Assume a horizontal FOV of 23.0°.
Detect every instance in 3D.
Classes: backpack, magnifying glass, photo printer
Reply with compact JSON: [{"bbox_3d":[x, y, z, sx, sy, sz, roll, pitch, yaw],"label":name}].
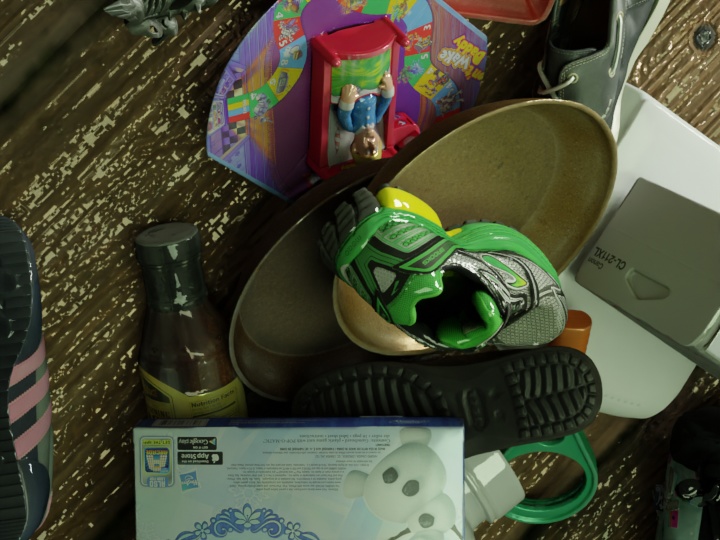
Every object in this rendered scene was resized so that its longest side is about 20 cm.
[{"bbox_3d":[0.286,0.201,1.283,0.166,0.127,0.201,4,109,-8],"label":"backpack"},{"bbox_3d":[0.129,0.103,1.194,0.079,0.022,0.201,4,132,-1],"label":"magnifying glass"},{"bbox_3d":[0.181,-0.005,1.202,0.166,0.069,0.201,30,94,-28],"label":"photo printer"}]

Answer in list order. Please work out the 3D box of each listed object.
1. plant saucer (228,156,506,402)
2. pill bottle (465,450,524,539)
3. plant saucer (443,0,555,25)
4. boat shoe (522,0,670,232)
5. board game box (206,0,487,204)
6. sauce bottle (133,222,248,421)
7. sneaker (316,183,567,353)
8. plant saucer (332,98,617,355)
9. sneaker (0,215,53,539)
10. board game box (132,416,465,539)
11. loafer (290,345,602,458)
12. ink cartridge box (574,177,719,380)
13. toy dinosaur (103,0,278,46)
[{"bbox_3d":[0.000,0.000,1.108,0.199,0.035,0.201,-23,144,-18],"label":"plant saucer"},{"bbox_3d":[0.006,0.177,1.164,0.200,0.111,0.112,-37,117,-7],"label":"pill bottle"},{"bbox_3d":[0.051,-0.243,1.043,0.198,0.037,0.201,4,134,-20],"label":"plant saucer"},{"bbox_3d":[0.134,-0.124,1.134,0.067,0.072,0.201,15,97,-50],"label":"boat shoe"},{"bbox_3d":[0.005,-0.096,1.072,0.158,0.039,0.200,-50,140,10],"label":"board game box"},{"bbox_3d":[-0.106,0.070,1.111,0.066,0.066,0.201,-15,110,-18],"label":"sauce bottle"},{"bbox_3d":[0.058,0.019,1.016,0.199,0.085,0.078,15,122,-50],"label":"sneaker"},{"bbox_3d":[0.063,-0.033,1.065,0.199,0.036,0.201,-23,143,-18],"label":"plant saucer"},{"bbox_3d":[-0.219,0.068,1.068,0.070,0.082,0.202,2,89,8],"label":"sneaker"},{"bbox_3d":[-0.036,0.190,1.071,0.198,0.043,0.201,0,94,2],"label":"board game box"},{"bbox_3d":[0.056,0.089,1.118,0.198,0.071,0.074,-5,89,11],"label":"loafer"},{"bbox_3d":[0.257,0.037,1.126,0.199,0.146,0.083,32,92,-32],"label":"ink cartridge box"},{"bbox_3d":[-0.078,-0.190,0.989,0.135,0.102,0.201,-22,118,11],"label":"toy dinosaur"}]
